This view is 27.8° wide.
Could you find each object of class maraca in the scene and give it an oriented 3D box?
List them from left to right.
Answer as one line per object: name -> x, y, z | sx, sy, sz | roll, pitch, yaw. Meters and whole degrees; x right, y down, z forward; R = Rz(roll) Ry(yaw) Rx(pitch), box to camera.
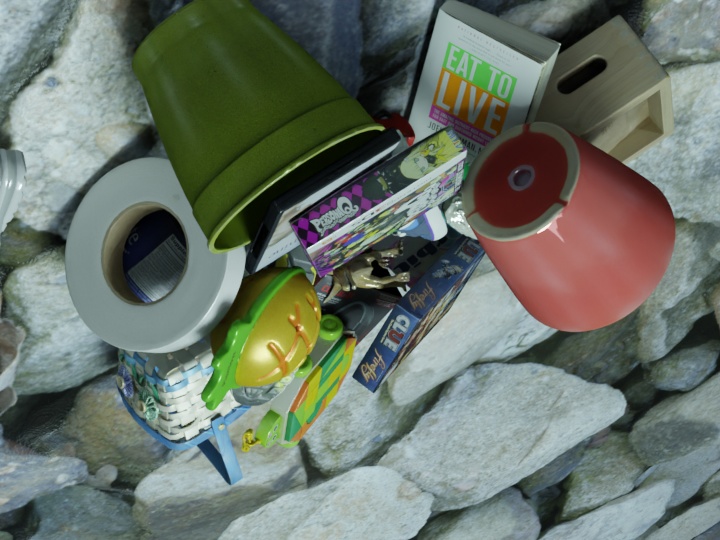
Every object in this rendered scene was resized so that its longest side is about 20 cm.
maraca -> -0.108, 0.068, 1.515 | 0.200, 0.107, 0.137 | -45, 156, -54

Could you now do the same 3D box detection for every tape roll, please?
tape roll -> -0.211, -0.016, 1.488 | 0.203, 0.203, 0.037 | -42, 158, 15

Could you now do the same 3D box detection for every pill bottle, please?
pill bottle -> -0.198, -0.021, 1.572 | 0.200, 0.112, 0.112 | -40, 145, 12

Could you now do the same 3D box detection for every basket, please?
basket -> -0.208, 0.143, 1.726 | 0.139, 0.176, 0.200 | -34, 134, -19

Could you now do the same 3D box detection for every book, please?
book -> 0.128, -0.188, 1.605 | 0.048, 0.134, 0.200 | -49, 161, -41

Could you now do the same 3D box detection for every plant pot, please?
plant pot -> -0.112, -0.151, 1.372 | 0.200, 0.193, 0.200 | -35, 172, -5
plant pot -> 0.213, -0.058, 1.568 | 0.200, 0.201, 0.177 | -40, 136, 12

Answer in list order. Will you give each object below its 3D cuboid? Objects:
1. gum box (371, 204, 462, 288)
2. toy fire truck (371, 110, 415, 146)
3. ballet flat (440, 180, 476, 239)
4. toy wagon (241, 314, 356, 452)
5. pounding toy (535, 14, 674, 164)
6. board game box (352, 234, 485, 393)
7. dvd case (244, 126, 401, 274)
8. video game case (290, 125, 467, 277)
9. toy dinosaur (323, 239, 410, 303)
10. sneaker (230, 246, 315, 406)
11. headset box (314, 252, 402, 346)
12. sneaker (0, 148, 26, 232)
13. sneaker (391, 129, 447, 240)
gum box -> 0.109, -0.074, 1.782 | 0.200, 0.066, 0.113 | -37, 145, 8
toy fire truck -> -0.044, -0.106, 1.639 | 0.200, 0.049, 0.141 | -10, 141, -30
ballet flat -> 0.175, -0.066, 1.718 | 0.072, 0.072, 0.200 | -47, 147, 22
toy wagon -> -0.072, 0.150, 1.736 | 0.200, 0.040, 0.155 | -50, 161, -39
pounding toy -> 0.240, -0.194, 1.696 | 0.200, 0.142, 0.184 | -33, 157, 1
board game box -> 0.075, 0.044, 1.719 | 0.200, 0.035, 0.136 | -44, 167, -47
dvd case -> -0.041, -0.064, 1.420 | 0.143, 0.018, 0.200 | -33, 173, -19
video game case -> 0.021, -0.065, 1.456 | 0.181, 0.036, 0.200 | -31, 172, -3
toy dinosaur -> 0.000, 0.000, 1.633 | 0.101, 0.058, 0.200 | -6, 176, -4
sneaker -> -0.100, 0.056, 1.649 | 0.074, 0.085, 0.200 | 17, 97, -17
headset box -> -0.057, 0.047, 1.799 | 0.200, 0.077, 0.149 | -45, 143, 22
sneaker -> -0.397, -0.044, 1.442 | 0.082, 0.075, 0.200 | 11, 122, -27
sneaker -> 0.005, -0.071, 1.619 | 0.146, 0.081, 0.200 | -25, 150, 5
